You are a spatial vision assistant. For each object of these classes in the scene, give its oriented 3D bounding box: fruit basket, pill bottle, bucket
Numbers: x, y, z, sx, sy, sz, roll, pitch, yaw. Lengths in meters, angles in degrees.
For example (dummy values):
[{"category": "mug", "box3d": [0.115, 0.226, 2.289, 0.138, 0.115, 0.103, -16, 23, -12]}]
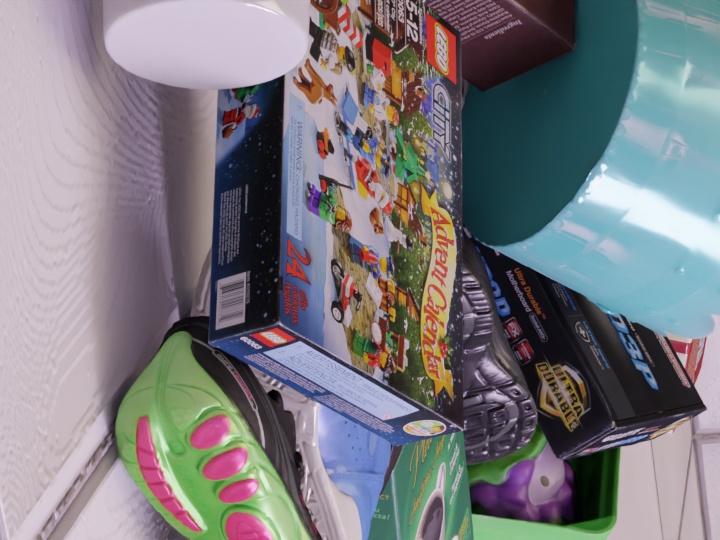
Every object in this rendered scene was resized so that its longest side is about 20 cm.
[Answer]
[{"category": "fruit basket", "box3d": [0.090, 0.078, 1.577, 0.216, 0.155, 0.216, 9, 90, -88]}, {"category": "pill bottle", "box3d": [-0.061, -0.181, 1.025, 0.111, 0.110, 0.201, 57, 31, -65]}, {"category": "bucket", "box3d": [0.153, -0.077, 1.403, 0.134, 0.207, 0.208, 20, 55, -26]}]

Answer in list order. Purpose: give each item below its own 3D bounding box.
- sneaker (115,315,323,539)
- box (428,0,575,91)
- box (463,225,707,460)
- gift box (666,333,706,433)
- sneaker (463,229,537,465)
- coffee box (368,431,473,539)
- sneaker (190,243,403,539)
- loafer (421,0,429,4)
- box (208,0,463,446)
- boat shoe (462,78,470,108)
[{"category": "sneaker", "box3d": [-0.044, 0.099, 1.076, 0.084, 0.076, 0.200, -77, 160, -44]}, {"category": "box", "box3d": [0.027, -0.188, 1.329, 0.200, 0.075, 0.100, 29, 50, -37]}, {"category": "box", "box3d": [0.121, 0.014, 1.530, 0.159, 0.046, 0.200, -1, 61, -63]}, {"category": "gift box", "box3d": [0.156, -0.015, 1.760, 0.185, 0.186, 0.201, -36, 135, -74]}, {"category": "sneaker", "box3d": [0.055, 0.033, 1.428, 0.200, 0.076, 0.091, 77, 6, -47]}, {"category": "coffee box", "box3d": [0.022, 0.134, 1.347, 0.123, 0.044, 0.200, -66, 156, -45]}, {"category": "sneaker", "box3d": [-0.025, 0.045, 1.176, 0.111, 0.076, 0.201, -64, 148, -63]}, {"category": "loafer", "box3d": [-0.008, -0.129, 1.249, 0.073, 0.071, 0.200, -84, -162, -65]}, {"category": "box", "box3d": [-0.007, -0.041, 1.085, 0.136, 0.038, 0.201, 31, 51, -48]}, {"category": "boat shoe", "box3d": [0.045, -0.109, 1.523, 0.072, 0.068, 0.200, 63, 1, 19]}]
